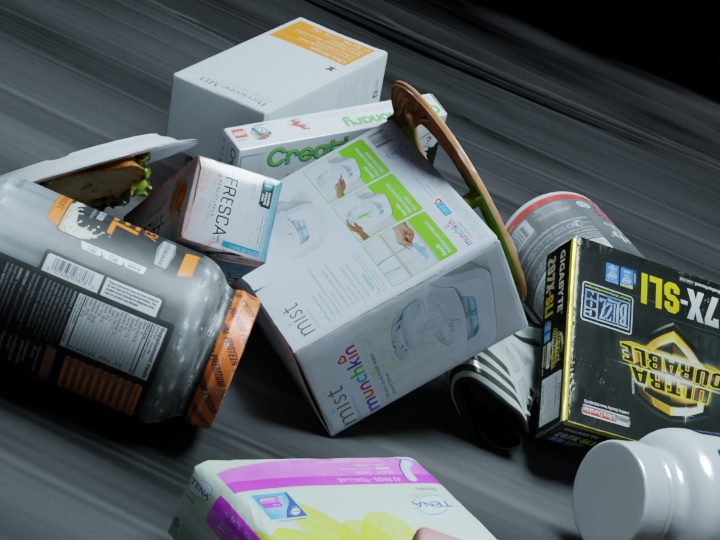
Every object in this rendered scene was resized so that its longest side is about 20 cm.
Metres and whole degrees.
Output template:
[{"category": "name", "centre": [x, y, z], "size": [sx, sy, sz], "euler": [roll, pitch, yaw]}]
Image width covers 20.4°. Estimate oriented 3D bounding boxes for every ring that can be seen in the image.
[{"category": "ring", "centre": [0.072, -0.058, 1.583], "size": [0.201, 0.019, 0.201], "euler": [58, -8, 12]}]

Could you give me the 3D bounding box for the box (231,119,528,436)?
[{"category": "box", "centre": [0.000, 0.000, 1.527], "size": [0.176, 0.097, 0.200], "euler": [-30, 39, -8]}]

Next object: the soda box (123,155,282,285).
[{"category": "soda box", "centre": [-0.125, -0.023, 1.469], "size": [0.068, 0.064, 0.200], "euler": [16, -16, -18]}]

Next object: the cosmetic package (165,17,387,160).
[{"category": "cosmetic package", "centre": [-0.071, -0.151, 1.752], "size": [0.101, 0.072, 0.200], "euler": [24, 32, 23]}]

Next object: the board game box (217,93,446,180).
[{"category": "board game box", "centre": [-0.030, -0.076, 1.676], "size": [0.199, 0.127, 0.035], "euler": [-13, 45, -28]}]

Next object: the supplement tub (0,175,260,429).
[{"category": "supplement tub", "centre": [-0.176, 0.026, 1.359], "size": [0.199, 0.123, 0.123], "euler": [23, 20, -5]}]

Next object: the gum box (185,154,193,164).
[{"category": "gum box", "centre": [-0.046, -0.087, 1.790], "size": [0.198, 0.067, 0.114], "euler": [-1, 30, -21]}]

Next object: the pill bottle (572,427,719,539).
[{"category": "pill bottle", "centre": [0.258, 0.176, 1.488], "size": [0.199, 0.112, 0.111], "euler": [10, 24, -34]}]

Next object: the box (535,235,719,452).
[{"category": "box", "centre": [0.237, 0.077, 1.604], "size": [0.199, 0.049, 0.161], "euler": [18, 61, -22]}]

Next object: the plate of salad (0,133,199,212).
[{"category": "plate of salad", "centre": [-0.215, -0.061, 1.522], "size": [0.198, 0.048, 0.200], "euler": [-18, 2, 1]}]

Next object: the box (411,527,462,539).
[{"category": "box", "centre": [0.052, 0.249, 1.059], "size": [0.108, 0.129, 0.200], "euler": [22, 20, -4]}]

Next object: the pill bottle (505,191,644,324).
[{"category": "pill bottle", "centre": [0.209, 0.022, 1.803], "size": [0.115, 0.117, 0.200], "euler": [13, 24, -28]}]

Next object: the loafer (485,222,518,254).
[{"category": "loafer", "centre": [0.045, -0.001, 1.776], "size": [0.198, 0.063, 0.072], "euler": [-1, 58, -26]}]

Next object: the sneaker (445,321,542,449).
[{"category": "sneaker", "centre": [0.118, 0.099, 1.612], "size": [0.200, 0.075, 0.116], "euler": [31, 47, -51]}]

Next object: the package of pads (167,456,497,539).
[{"category": "package of pads", "centre": [0.002, 0.183, 1.249], "size": [0.199, 0.069, 0.154], "euler": [3, 29, -44]}]
